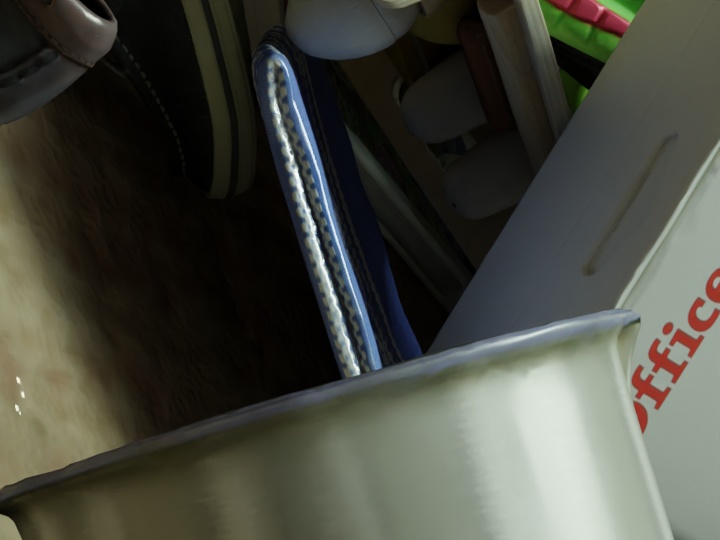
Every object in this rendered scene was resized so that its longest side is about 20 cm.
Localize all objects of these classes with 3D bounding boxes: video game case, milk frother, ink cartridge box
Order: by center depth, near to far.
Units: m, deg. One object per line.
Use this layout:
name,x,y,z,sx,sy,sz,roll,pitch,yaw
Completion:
milk frother,0.003,0.112,0.382,0.200,0.180,0.188,-29,-103,68
ink cartridge box,0.142,0.022,0.712,0.200,0.146,0.086,31,4,-24
video game case,0.006,-0.071,0.938,0.200,0.018,0.143,49,26,-46

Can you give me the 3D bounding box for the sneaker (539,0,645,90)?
sneaker,0.110,-0.064,0.780,0.200,0.077,0.084,47,10,-10

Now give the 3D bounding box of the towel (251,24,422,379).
towel,0.000,0.000,0.727,0.200,0.024,0.145,-97,169,-82

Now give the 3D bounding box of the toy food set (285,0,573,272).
toy food set,0.000,-0.081,0.742,0.144,0.060,0.200,57,-4,27

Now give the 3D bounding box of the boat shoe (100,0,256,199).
boat shoe,-0.070,-0.095,0.683,0.200,0.062,0.075,71,6,-48

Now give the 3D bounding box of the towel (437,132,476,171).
towel,0.119,0.036,0.913,0.171,0.048,0.200,43,-4,40

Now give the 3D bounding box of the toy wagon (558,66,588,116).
toy wagon,0.040,-0.105,0.882,0.155,0.040,0.200,48,1,30

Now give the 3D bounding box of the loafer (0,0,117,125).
loafer,-0.114,-0.126,0.583,0.200,0.063,0.072,68,18,1
